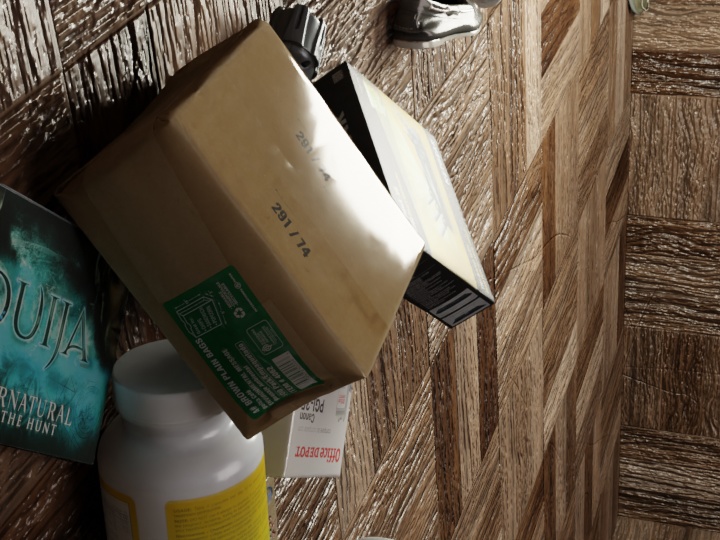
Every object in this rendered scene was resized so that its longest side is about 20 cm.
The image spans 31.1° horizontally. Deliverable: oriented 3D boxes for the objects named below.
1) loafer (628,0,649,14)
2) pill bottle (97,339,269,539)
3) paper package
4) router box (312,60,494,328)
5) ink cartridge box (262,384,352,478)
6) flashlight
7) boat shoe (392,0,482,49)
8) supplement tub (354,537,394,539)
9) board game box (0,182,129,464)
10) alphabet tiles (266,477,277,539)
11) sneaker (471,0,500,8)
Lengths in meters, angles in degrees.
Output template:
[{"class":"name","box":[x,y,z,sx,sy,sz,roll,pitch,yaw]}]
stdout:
[{"class":"loafer","box":[0.644,-0.668,2.924,0.201,0.069,0.076,78,26,-43]},{"class":"pill bottle","box":[-0.118,0.154,0.875,0.112,0.111,0.202,-48,141,-59]},{"class":"paper package","box":[-0.068,-0.031,0.831,0.201,0.103,0.191,54,29,-15]},{"class":"router box","box":[0.034,-0.066,1.143,0.157,0.052,0.201,32,33,-50]},{"class":"ink cartridge box","box":[-0.060,0.067,1.064,0.146,0.082,0.202,25,72,-71]},{"class":"flashlight","box":[-0.070,-0.114,1.005,0.068,0.067,0.202,40,56,-46]},{"class":"boat shoe","box":[0.090,-0.286,1.421,0.200,0.066,0.058,-39,137,-60]},{"class":"supplement tub","box":[0.004,0.379,1.264,0.201,0.139,0.141,-64,153,-45]},{"class":"board game box","box":[-0.196,0.031,0.737,0.200,0.028,0.137,40,58,-68]},{"class":"alphabet tiles","box":[-0.105,0.303,1.126,0.167,0.007,0.202,-48,140,-61]},{"class":"sneaker","box":[0.166,-0.427,1.589,0.082,0.073,0.202,-31,126,-63]}]
